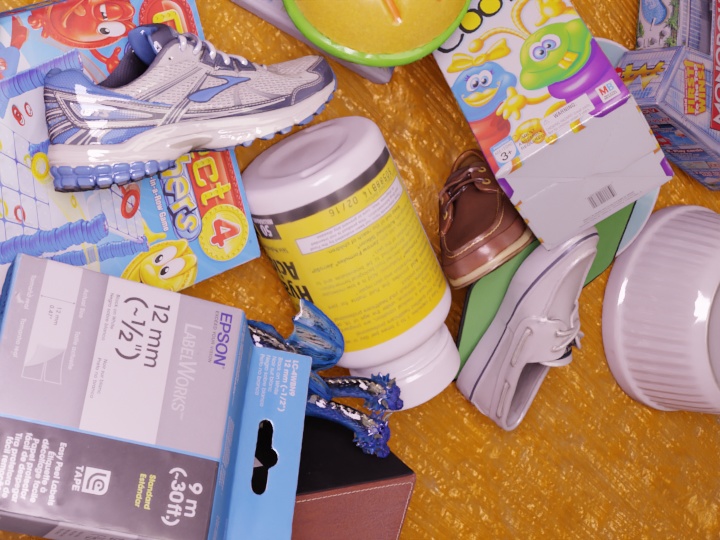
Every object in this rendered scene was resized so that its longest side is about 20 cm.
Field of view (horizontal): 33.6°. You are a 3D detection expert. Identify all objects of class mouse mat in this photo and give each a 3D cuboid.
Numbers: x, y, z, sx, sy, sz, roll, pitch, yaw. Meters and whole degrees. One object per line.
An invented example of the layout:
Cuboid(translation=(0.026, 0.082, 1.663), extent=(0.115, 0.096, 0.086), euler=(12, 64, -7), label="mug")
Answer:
Cuboid(translation=(0.152, 0.003, 0.975), extent=(0.200, 0.008, 0.161), euler=(-32, 153, -22), label="mouse mat")

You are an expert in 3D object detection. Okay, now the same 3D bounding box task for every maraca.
Cuboid(translation=(0.018, -0.228, 0.821), extent=(0.137, 0.107, 0.201), euler=(20, 68, -6), label="maraca")

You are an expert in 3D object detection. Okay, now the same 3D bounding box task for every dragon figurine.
Cuboid(translation=(-0.048, 0.060, 0.807), extent=(0.200, 0.099, 0.059), euler=(51, 41, -37), label="dragon figurine")

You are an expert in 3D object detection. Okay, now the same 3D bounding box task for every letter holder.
Cuboid(translation=(-0.080, 0.192, 0.841), extent=(0.199, 0.101, 0.143), euler=(-3, 115, -36), label="letter holder")

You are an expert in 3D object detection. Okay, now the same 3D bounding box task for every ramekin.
Cuboid(translation=(0.332, 0.041, 1.124), extent=(0.200, 0.105, 0.201), euler=(-6, 100, -36), label="ramekin")

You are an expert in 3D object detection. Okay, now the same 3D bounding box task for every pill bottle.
Cuboid(translation=(0.000, 0.000, 0.864), extent=(0.111, 0.111, 0.200), euler=(-39, 117, -26), label="pill bottle")

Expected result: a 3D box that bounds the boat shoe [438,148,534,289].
Cuboid(translation=(0.085, -0.043, 0.899), extent=(0.072, 0.200, 0.068), euler=(-32, 101, 17), label="boat shoe")

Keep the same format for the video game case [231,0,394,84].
Cuboid(translation=(-0.026, -0.259, 0.862), extent=(0.200, 0.022, 0.183), euler=(24, 83, -37), label="video game case")

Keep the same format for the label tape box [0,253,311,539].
Cuboid(translation=(-0.118, 0.087, 0.687), extent=(0.199, 0.066, 0.144), euler=(14, 66, -18), label="label tape box")

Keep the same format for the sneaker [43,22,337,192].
Cuboid(translation=(-0.101, -0.113, 0.727), extent=(0.200, 0.077, 0.086), euler=(-23, 106, -33), label="sneaker")

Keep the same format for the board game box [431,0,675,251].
Cuboid(translation=(0.124, -0.135, 0.858), extent=(0.105, 0.200, 0.103), euler=(-31, 140, 12), label="board game box")

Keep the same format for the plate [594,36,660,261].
Cuboid(translation=(0.196, -0.103, 1.050), extent=(0.200, 0.026, 0.201), euler=(-7, 102, -36), label="plate")

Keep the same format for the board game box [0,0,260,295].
Cuboid(translation=(-0.179, -0.069, 0.754), extent=(0.195, 0.056, 0.201), euler=(-25, 111, -31), label="board game box")

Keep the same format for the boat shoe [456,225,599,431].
Cuboid(translation=(0.143, 0.048, 0.944), extent=(0.072, 0.066, 0.200), euler=(-14, 142, -47), label="boat shoe")

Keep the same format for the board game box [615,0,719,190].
Cuboid(translation=(0.295, -0.181, 1.063), extent=(0.199, 0.062, 0.201), euler=(5, 88, -45), label="board game box")
